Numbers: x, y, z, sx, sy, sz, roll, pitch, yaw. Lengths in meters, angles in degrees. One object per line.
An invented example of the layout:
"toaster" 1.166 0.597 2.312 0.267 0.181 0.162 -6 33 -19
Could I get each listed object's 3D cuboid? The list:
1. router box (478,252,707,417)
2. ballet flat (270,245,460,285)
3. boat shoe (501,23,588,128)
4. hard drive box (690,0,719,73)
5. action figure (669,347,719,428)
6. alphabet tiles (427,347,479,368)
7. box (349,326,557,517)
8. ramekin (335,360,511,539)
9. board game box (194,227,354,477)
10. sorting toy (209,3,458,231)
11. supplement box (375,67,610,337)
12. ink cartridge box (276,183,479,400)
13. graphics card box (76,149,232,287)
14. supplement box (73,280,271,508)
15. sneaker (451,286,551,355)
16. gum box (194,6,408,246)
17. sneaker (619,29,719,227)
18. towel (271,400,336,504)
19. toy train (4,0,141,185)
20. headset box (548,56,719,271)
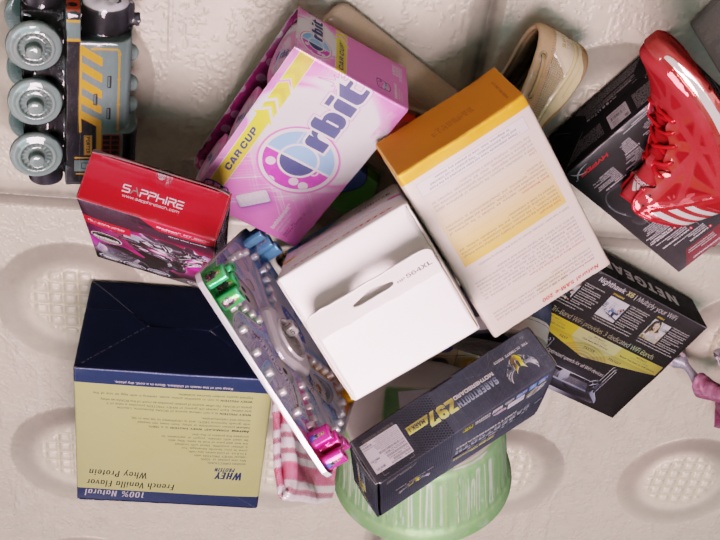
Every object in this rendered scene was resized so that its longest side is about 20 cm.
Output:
"router box" 0.247 0.062 1.197 0.200 0.052 0.157 26 121 -25
"ballet flat" 0.000 0.000 1.110 0.199 0.070 0.070 0 131 14
"boat shoe" 0.125 -0.133 1.012 0.064 0.071 0.200 22 108 -33
"hard drive box" 0.387 -0.152 0.944 0.156 0.200 0.077 29 122 -25
"action figure" 0.432 0.151 1.237 0.134 0.149 0.200 -20 142 20
"alphabet tiles" 0.133 0.045 1.212 0.166 0.006 0.200 3 129 -7
"box" 0.085 0.147 1.044 0.200 0.051 0.158 -31 161 -11
"ramekin" 0.067 0.189 1.202 0.199 0.200 0.098 -3 127 -1
"board game box" -0.061 0.060 0.985 0.026 0.200 0.200 -30 98 11
"sorting toy" -0.016 -0.127 1.043 0.185 0.037 0.200 33 120 -27
"supplement box" 0.118 -0.057 0.967 0.126 0.074 0.200 -32 123 2
"ink cartridge box" 0.014 0.016 0.977 0.128 0.200 0.125 -31 99 5
"graphics card box" -0.186 -0.040 1.014 0.125 0.051 0.200 17 165 -5
"supplement box" -0.197 0.135 1.181 0.199 0.134 0.200 4 129 -7
"sneaker" 0.136 0.009 1.134 0.077 0.147 0.202 22 164 -28
"gum box" -0.060 -0.119 0.986 0.113 0.066 0.200 25 128 -22
"sneaker" 0.266 -0.106 0.957 0.115 0.078 0.200 -33 122 19
"towel" -0.054 0.136 1.127 0.030 0.201 0.146 -6 167 16
"toy train" -0.253 -0.163 0.975 0.114 0.085 0.200 -2 128 -18
"headset box" 0.306 -0.103 1.058 0.200 0.077 0.149 33 120 -27
